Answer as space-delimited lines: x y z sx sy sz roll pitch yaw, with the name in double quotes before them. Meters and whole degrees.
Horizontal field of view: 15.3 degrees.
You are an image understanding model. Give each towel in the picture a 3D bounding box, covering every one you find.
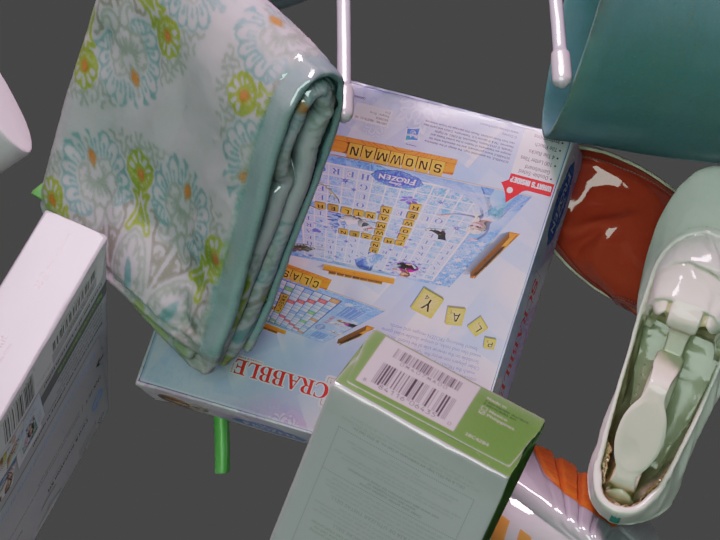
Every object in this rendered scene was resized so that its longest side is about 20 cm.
"towel" -0.095 -0.069 1.432 0.171 0.048 0.201 43 126 31

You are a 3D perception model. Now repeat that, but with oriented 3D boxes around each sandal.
"sandal" 0.079 0.127 1.499 0.206 0.079 0.060 34 108 19

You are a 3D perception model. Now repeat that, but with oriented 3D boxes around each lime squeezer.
"lime squeezer" -0.111 0.017 1.548 0.070 0.038 0.201 -34 85 6

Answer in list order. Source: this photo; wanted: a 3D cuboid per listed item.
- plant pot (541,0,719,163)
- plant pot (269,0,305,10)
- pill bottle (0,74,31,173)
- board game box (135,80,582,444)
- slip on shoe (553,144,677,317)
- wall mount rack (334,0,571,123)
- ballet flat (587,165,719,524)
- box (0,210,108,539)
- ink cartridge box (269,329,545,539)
"plant pot" 0.199 -0.147 1.429 0.160 0.201 0.202 15 91 -3
"plant pot" -0.081 -0.251 1.500 0.199 0.134 0.202 0 88 9
"pill bottle" -0.296 -0.057 1.541 0.199 0.114 0.114 -31 84 8
"board game box" 0.000 0.000 1.486 0.199 0.041 0.201 16 78 18
"slip on shoe" 0.171 0.003 1.492 0.200 0.061 0.074 44 97 9
"wall mount rack" 0.038 -0.175 1.386 0.198 0.075 0.175 -8 99 11
"ballet flat" 0.169 0.044 1.429 0.069 0.069 0.201 19 98 9
"box" -0.186 0.084 1.452 0.041 0.200 0.157 23 62 9
"ink cartridge box" 0.011 0.140 1.420 0.103 0.059 0.201 28 126 8
